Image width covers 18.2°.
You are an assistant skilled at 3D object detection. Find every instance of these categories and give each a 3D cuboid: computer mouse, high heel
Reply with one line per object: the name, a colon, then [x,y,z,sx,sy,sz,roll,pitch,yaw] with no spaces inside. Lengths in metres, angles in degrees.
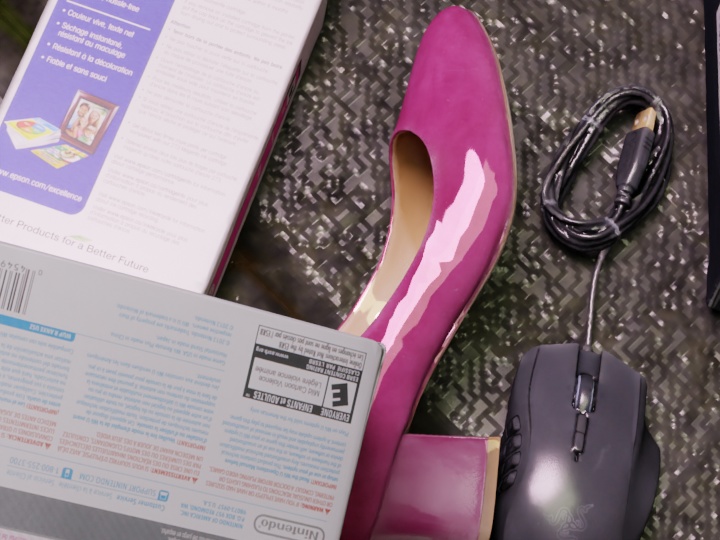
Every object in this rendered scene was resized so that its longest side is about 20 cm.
computer mouse: [0.084,0.020,0.796,0.058,0.034,0.202,10,67,1]
high heel: [0.000,0.000,0.782,0.095,0.067,0.202,6,80,-12]

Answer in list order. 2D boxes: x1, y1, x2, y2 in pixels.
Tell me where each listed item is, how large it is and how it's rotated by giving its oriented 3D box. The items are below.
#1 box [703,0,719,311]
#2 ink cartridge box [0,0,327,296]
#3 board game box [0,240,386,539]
box: [0.228,-0.067,0.802,0.198,0.107,0.150,4,67,-1]
ink cartridge box: [-0.075,-0.066,0.820,0.094,0.037,0.201,19,70,5]
board game box: [-0.088,0.102,0.680,0.146,0.064,0.202,16,84,-19]
